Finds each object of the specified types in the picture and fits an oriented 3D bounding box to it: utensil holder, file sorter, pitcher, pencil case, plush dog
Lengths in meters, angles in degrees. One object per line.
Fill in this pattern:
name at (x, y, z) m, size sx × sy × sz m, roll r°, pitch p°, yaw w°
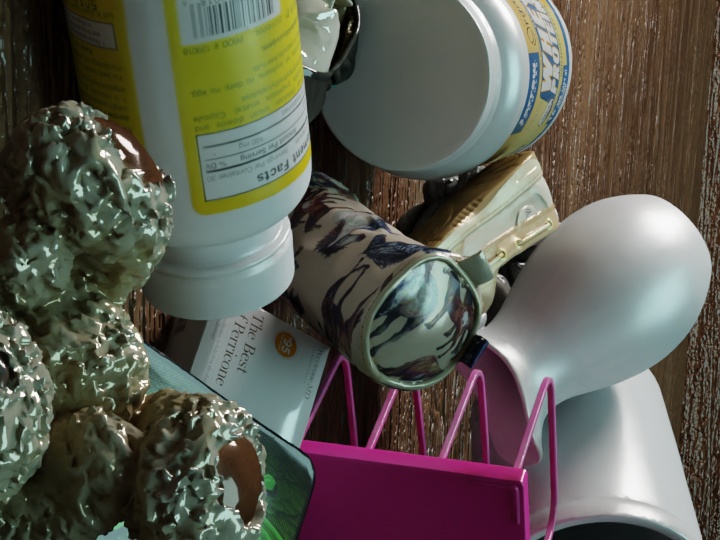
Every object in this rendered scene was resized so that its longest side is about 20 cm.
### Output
utensil holder at (0.166, 0.172, 1.176) m, size 0.201 × 0.167 × 0.172 m, roll -90°, pitch 173°, yaw -53°
file sorter at (0.022, 0.138, 1.007) m, size 0.126 × 0.197 × 0.140 m, roll -61°, pitch 151°, yaw -53°
pitcher at (0.141, 0.013, 1.123) m, size 0.199 × 0.172 × 0.121 m, roll -36°, pitch 179°, yaw -22°
pencil case at (0.000, 0.000, 0.926) m, size 0.089 × 0.200 × 0.078 m, roll -30°, pitch 118°, yaw -14°
plush dog at (-0.154, 0.048, 0.616) m, size 0.171 × 0.159 × 0.202 m, roll -8°, pitch 76°, yaw -56°

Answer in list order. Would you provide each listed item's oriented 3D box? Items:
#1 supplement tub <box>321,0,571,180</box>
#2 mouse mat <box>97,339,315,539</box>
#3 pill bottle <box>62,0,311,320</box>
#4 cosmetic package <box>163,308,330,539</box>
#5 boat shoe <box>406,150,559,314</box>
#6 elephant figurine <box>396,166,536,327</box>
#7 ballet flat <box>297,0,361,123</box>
supplement tub at (0.059, -0.140, 1.092) m, size 0.200 × 0.143 × 0.147 m, roll -26°, pitch 121°, yaw -68°
mouse mat at (-0.106, 0.125, 0.783) m, size 0.200 × 0.007 × 0.163 m, roll 40°, pitch 56°, yaw -36°
pill bottle at (-0.081, -0.082, 0.765) m, size 0.112 × 0.110 × 0.202 m, roll -55°, pitch 147°, yaw -53°
cosmetic package at (-0.084, 0.117, 0.856) m, size 0.082 × 0.050 × 0.202 m, roll 30°, pitch 61°, yaw -27°
boat shoe at (0.062, 0.001, 1.033) m, size 0.200 × 0.073 × 0.070 m, roll -40°, pitch 105°, yaw -25°
elephant figurine at (0.049, 0.025, 1.187) m, size 0.200 × 0.155 × 0.142 m, roll -51°, pitch 178°, yaw -40°
ballet flat at (-0.039, -0.133, 0.914) m, size 0.200 × 0.067 × 0.069 m, roll -64°, pitch 178°, yaw -70°
